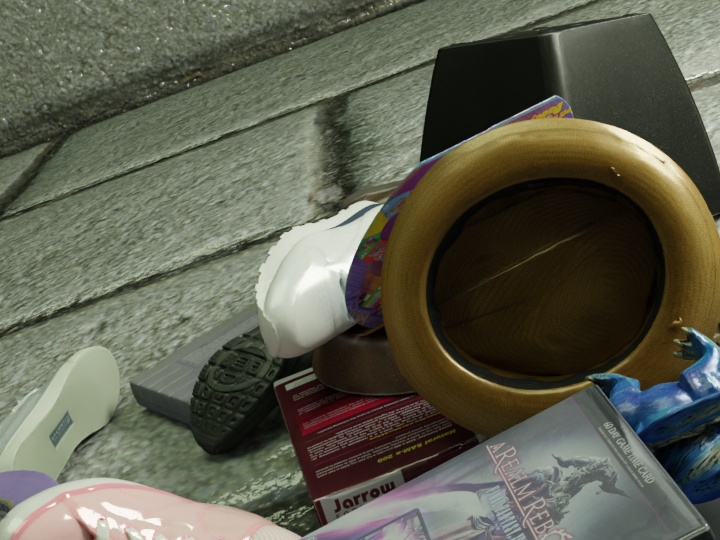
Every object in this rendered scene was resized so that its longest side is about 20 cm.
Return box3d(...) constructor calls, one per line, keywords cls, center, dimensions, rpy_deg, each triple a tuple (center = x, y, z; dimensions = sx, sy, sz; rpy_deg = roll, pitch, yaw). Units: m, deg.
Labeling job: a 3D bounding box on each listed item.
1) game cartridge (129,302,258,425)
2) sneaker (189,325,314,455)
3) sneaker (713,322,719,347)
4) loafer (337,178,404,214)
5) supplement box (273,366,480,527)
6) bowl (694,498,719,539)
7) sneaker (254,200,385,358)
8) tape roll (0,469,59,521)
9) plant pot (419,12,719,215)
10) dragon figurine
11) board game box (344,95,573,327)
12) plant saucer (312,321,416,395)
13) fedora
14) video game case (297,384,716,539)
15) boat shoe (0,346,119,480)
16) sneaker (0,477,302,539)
box3d(cls="game cartridge", center=(-0.097, 0.071, 1.134), dimensions=(0.199, 0.039, 0.129), rpy_deg=(-32, 18, -28))
box3d(cls="sneaker", center=(-0.057, 0.073, 1.027), dimensions=(0.076, 0.091, 0.200), rpy_deg=(24, 68, 42))
box3d(cls="sneaker", center=(0.173, 0.058, 0.845), dimensions=(0.200, 0.067, 0.090), rpy_deg=(-33, 6, -18))
box3d(cls="loafer", center=(0.072, -0.062, 1.275), dimensions=(0.199, 0.073, 0.071), rpy_deg=(-22, 28, 14))
box3d(cls="supplement box", center=(0.011, 0.116, 0.846), dimensions=(0.108, 0.061, 0.200), rpy_deg=(-20, 18, -4))
box3d(cls="bowl", center=(0.160, 0.130, 0.684), dimensions=(0.199, 0.040, 0.201), rpy_deg=(-19, 19, 7))
box3d(cls="sneaker", center=(0.000, 0.000, 0.883), dimensions=(0.080, 0.077, 0.200), rpy_deg=(6, 29, 30))
box3d(cls="tape roll", center=(-0.271, 0.222, 0.827), dimensions=(0.199, 0.085, 0.200), rpy_deg=(-19, 20, 7))
box3d(cls="plant pot", center=(0.169, -0.118, 1.076), dimensions=(0.199, 0.179, 0.199), rpy_deg=(-17, 13, -37))
box3d(cls="dragon figurine", center=(0.171, 0.080, 0.651), dimensions=(0.199, 0.059, 0.100), rpy_deg=(-22, 20, 12))
box3d(cls="board game box", center=(0.080, -0.026, 0.829), dimensions=(0.199, 0.159, 0.039), rpy_deg=(-28, 61, -30))
box3d(cls="plant saucer", center=(0.057, 0.028, 0.911), dimensions=(0.199, 0.035, 0.200), rpy_deg=(-14, 18, 5))
box3d(cls="fedora", center=(0.112, 0.007, 0.753), dimensions=(0.199, 0.202, 0.082), rpy_deg=(-18, -4, 11))
box3d(cls="video game case", center=(0.045, 0.132, 0.577), dimensions=(0.199, 0.019, 0.143), rpy_deg=(-29, 21, 1))
box3d(cls="boat shoe", center=(-0.279, 0.131, 1.104), dimensions=(0.071, 0.070, 0.201), rpy_deg=(-10, 24, 22))
box3d(cls="sneaker", center=(-0.101, 0.167, 0.705), dimensions=(0.104, 0.076, 0.199), rpy_deg=(13, -1, 45))
